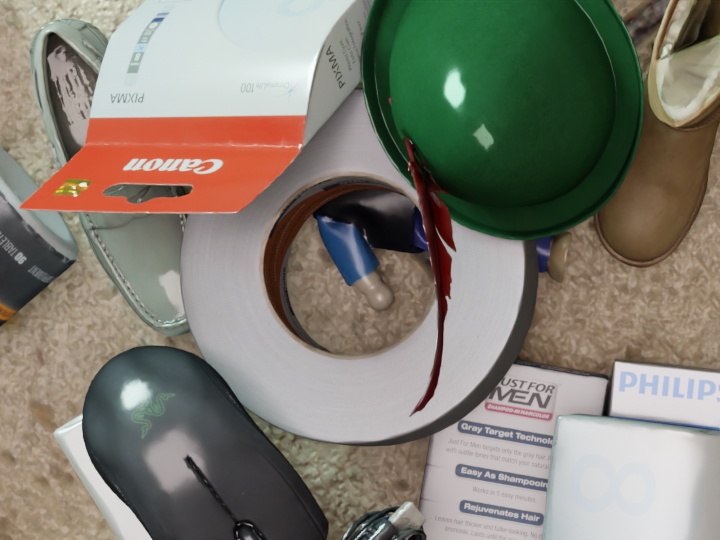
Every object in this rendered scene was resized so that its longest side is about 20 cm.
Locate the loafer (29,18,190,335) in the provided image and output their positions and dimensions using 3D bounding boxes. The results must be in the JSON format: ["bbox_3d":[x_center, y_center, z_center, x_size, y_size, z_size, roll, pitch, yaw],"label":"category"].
[{"bbox_3d":[-0.146,-0.054,1.705,0.070,0.070,0.201,-27,87,6],"label":"loafer"}]

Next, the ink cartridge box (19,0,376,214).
[{"bbox_3d":[-0.087,-0.105,1.617,0.159,0.200,0.047,2,126,35],"label":"ink cartridge box"}]

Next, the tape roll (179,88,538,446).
[{"bbox_3d":[0.000,0.000,1.642,0.199,0.066,0.202,-1,84,11],"label":"tape roll"}]

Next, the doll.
[{"bbox_3d":[0.028,-0.042,1.699,0.199,0.048,0.137,13,90,5],"label":"doll"}]

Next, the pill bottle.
[{"bbox_3d":[-0.273,0.016,1.701,0.200,0.106,0.106,-40,86,5],"label":"pill bottle"}]

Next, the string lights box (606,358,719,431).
[{"bbox_3d":[0.187,0.156,1.677,0.102,0.059,0.201,5,90,6],"label":"string lights box"}]

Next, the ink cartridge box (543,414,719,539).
[{"bbox_3d":[0.199,0.171,1.600,0.199,0.047,0.161,6,90,16],"label":"ink cartridge box"}]

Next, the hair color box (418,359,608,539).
[{"bbox_3d":[0.082,0.153,1.687,0.099,0.061,0.201,10,91,6],"label":"hair color box"}]

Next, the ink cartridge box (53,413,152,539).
[{"bbox_3d":[-0.082,0.156,1.661,0.085,0.146,0.201,-31,87,2],"label":"ink cartridge box"}]

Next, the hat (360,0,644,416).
[{"bbox_3d":[0.044,-0.073,1.492,0.200,0.176,0.166,45,121,12],"label":"hat"}]

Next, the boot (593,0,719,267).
[{"bbox_3d":[0.174,-0.087,1.607,0.066,0.200,0.176,17,92,5],"label":"boot"}]

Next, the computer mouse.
[{"bbox_3d":[-0.071,0.122,1.564,0.138,0.053,0.200,-43,88,-5],"label":"computer mouse"}]
